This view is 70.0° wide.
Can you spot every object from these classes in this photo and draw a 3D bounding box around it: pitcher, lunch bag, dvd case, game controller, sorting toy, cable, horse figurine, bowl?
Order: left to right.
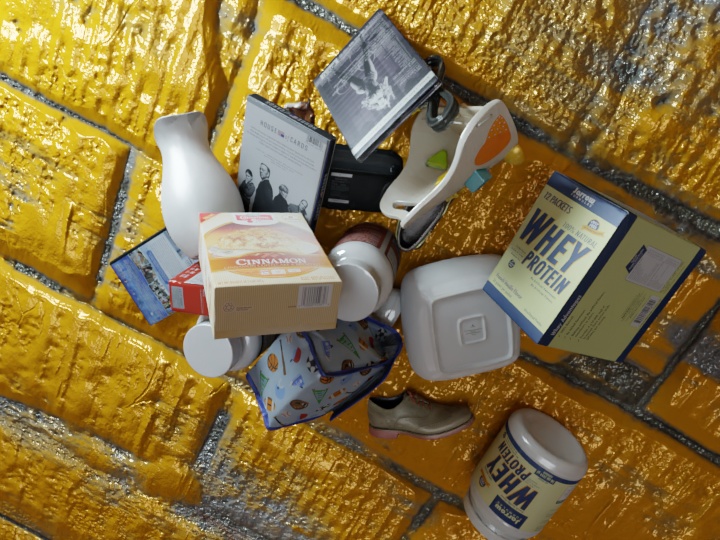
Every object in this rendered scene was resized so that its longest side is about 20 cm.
[{"bbox_3d":[-0.356,0.002,0.958,0.198,0.018,0.144,-27,101,18],"label":"dvd case"},{"bbox_3d":[-0.258,-0.122,0.815,0.120,0.171,0.203,-17,89,-18],"label":"pitcher"},{"bbox_3d":[-0.121,-0.140,0.777,0.149,0.025,0.202,31,129,16],"label":"dvd case"},{"bbox_3d":[-0.126,-0.170,0.842,0.130,0.050,0.203,-2,108,11],"label":"horse figurine"},{"bbox_3d":[-0.044,0.154,0.800,0.170,0.198,0.125,-45,61,32],"label":"lunch bag"},{"bbox_3d":[-0.031,-0.147,0.817,0.197,0.042,0.105,5,127,-9],"label":"game controller"},{"bbox_3d":[0.015,-0.267,0.732,0.148,0.201,0.016,-41,142,20],"label":"dvd case"},{"bbox_3d":[0.104,-0.239,0.706,0.097,0.201,0.050,-44,124,9],"label":"cable"},{"bbox_3d":[0.105,-0.134,0.700,0.180,0.200,0.107,-43,112,3],"label":"sorting toy"},{"bbox_3d":[0.169,0.084,0.832,0.197,0.075,0.203,-10,105,-4],"label":"bowl"}]

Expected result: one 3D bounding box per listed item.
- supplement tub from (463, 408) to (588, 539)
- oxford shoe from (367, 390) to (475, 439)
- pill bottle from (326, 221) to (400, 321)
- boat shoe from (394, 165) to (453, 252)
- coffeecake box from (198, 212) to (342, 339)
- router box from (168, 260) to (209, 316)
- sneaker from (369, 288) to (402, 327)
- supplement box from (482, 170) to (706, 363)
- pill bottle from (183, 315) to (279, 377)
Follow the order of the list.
[{"bbox_3d":[0.279,0.360,0.891,0.144,0.145,0.202,26,110,1],"label":"supplement tub"},{"bbox_3d":[0.105,0.257,0.931,0.197,0.070,0.076,-8,101,12],"label":"oxford shoe"},{"bbox_3d":[0.000,0.000,0.795,0.110,0.200,0.114,3,108,9],"label":"pill bottle"},{"bbox_3d":[0.113,-0.120,0.809,0.071,0.060,0.202,29,109,0],"label":"boat shoe"},{"bbox_3d":[-0.128,-0.004,0.681,0.151,0.200,0.074,-3,121,-22],"label":"coffeecake box"},{"bbox_3d":[-0.170,0.014,0.813,0.177,0.200,0.050,6,111,9],"label":"router box"},{"bbox_3d":[-0.020,0.087,0.888,0.115,0.074,0.201,34,112,-15],"label":"sneaker"},{"bbox_3d":[0.324,0.001,0.726,0.198,0.135,0.202,15,113,-31],"label":"supplement box"},{"bbox_3d":[-0.197,0.094,0.837,0.110,0.200,0.113,3,104,14],"label":"pill bottle"}]
